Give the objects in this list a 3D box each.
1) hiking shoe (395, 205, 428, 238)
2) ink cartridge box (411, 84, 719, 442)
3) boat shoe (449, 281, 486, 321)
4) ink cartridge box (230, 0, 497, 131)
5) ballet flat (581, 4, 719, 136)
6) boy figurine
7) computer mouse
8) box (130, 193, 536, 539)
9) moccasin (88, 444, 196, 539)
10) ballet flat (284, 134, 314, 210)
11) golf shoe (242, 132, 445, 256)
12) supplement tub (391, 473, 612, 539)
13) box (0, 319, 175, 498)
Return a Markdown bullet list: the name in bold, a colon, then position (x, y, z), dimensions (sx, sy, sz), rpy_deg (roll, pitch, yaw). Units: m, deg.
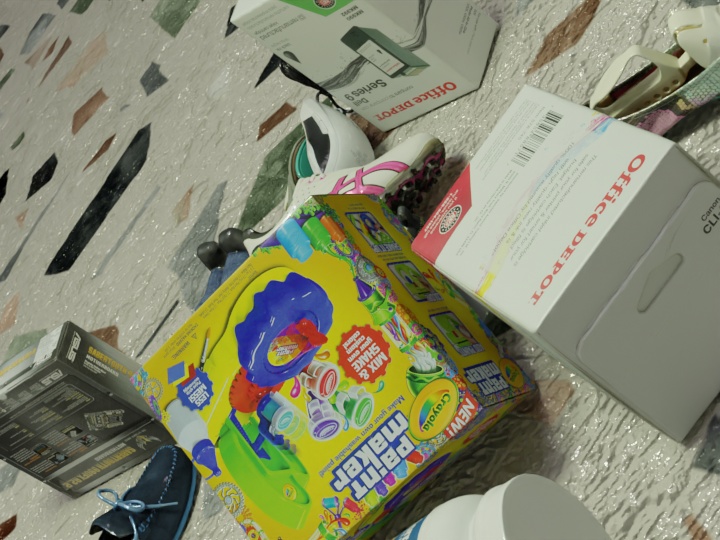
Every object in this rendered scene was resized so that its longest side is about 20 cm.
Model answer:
- **hiking shoe**: position (0.000, 0.000, 1.392), dimensions (0.200, 0.101, 0.076), rpy_deg (-31, 34, 39)
- **ink cartridge box**: position (0.158, -0.009, 1.093), dimensions (0.146, 0.144, 0.200), rpy_deg (-53, 26, 1)
- **boat shoe**: position (0.036, 0.084, 1.286), dimensions (0.201, 0.071, 0.070), rpy_deg (-60, -7, 12)
- **ink cartridge box**: position (0.005, -0.230, 1.545), dimensions (0.146, 0.200, 0.084), rpy_deg (-20, 45, 49)
- **ballet flat**: position (0.231, -0.148, 1.219), dimensions (0.200, 0.071, 0.069), rpy_deg (-38, 30, 30)
- **boy figurine**: position (-0.148, 0.058, 1.613), dimensions (0.124, 0.064, 0.201), rpy_deg (-26, 35, 39)
- **computer mouse**: position (-0.020, -0.138, 1.607), dimensions (0.044, 0.109, 0.200), rpy_deg (-41, 39, 22)
- **box**: position (-0.019, 0.081, 1.199), dimensions (0.200, 0.193, 0.122), rpy_deg (-45, -14, 19)
- **moccasin**: position (-0.209, 0.241, 1.490), dimensions (0.080, 0.068, 0.201), rpy_deg (-18, 44, 50)
- **ballet flat**: position (-0.049, -0.058, 1.584), dimensions (0.064, 0.067, 0.200), rpy_deg (-49, 25, 30)
- **golf shoe**: position (-0.015, -0.062, 1.463), dimensions (0.200, 0.092, 0.073), rpy_deg (-40, -18, -3)
- **supplement tub**: position (0.054, 0.224, 0.993), dimensions (0.200, 0.144, 0.145), rpy_deg (-40, 30, 28)
- **box**: position (-0.283, 0.140, 1.631), dimensions (0.200, 0.158, 0.049), rpy_deg (-31, 37, 40)
